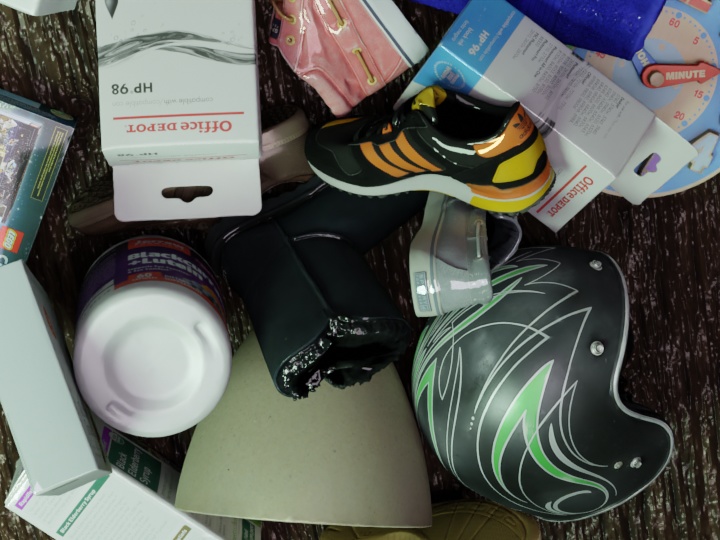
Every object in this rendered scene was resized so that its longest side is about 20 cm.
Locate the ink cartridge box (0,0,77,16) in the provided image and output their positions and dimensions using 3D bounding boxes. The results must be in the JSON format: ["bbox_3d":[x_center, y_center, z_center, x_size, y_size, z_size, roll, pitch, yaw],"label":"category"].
[{"bbox_3d":[-0.250,-0.296,1.200,0.145,0.083,0.201,22,105,4],"label":"ink cartridge box"}]

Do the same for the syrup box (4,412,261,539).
[{"bbox_3d":[-0.181,0.196,1.377,0.200,0.079,0.082,37,102,-14],"label":"syrup box"}]

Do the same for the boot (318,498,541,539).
[{"bbox_3d":[0.074,0.270,1.393,0.199,0.073,0.156,-8,113,31],"label":"boot"}]

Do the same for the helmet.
[{"bbox_3d":[0.135,0.080,1.306,0.200,0.200,0.191,-37,123,8],"label":"helmet"}]

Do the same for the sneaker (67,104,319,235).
[{"bbox_3d":[-0.123,-0.056,1.307,0.199,0.071,0.076,-22,113,4],"label":"sneaker"}]

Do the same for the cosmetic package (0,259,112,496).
[{"bbox_3d":[-0.228,0.082,1.216,0.051,0.200,0.151,-22,86,-8],"label":"cosmetic package"}]

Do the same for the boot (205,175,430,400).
[{"bbox_3d":[0.000,0.000,1.264,0.199,0.168,0.077,-24,138,-12],"label":"boot"}]

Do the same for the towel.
[{"bbox_3d":[0.125,-0.222,1.222,0.199,0.050,0.148,16,142,0],"label":"towel"}]

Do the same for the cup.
[{"bbox_3d":[-0.038,0.120,1.322,0.199,0.200,0.144,5,84,-6],"label":"cup"}]

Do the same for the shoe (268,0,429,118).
[{"bbox_3d":[-0.042,-0.209,1.262,0.091,0.072,0.200,-38,110,5],"label":"shoe"}]

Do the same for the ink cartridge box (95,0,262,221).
[{"bbox_3d":[-0.131,-0.141,1.240,0.115,0.067,0.201,-3,83,-3],"label":"ink cartridge box"}]

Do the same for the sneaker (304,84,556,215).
[{"bbox_3d":[0.043,-0.101,1.226,0.199,0.070,0.090,11,140,30],"label":"sneaker"}]

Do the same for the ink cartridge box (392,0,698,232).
[{"bbox_3d":[0.135,-0.104,1.260,0.200,0.116,0.068,36,65,-2],"label":"ink cartridge box"}]

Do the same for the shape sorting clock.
[{"bbox_3d":[0.223,-0.151,1.316,0.199,0.039,0.201,-1,107,-3],"label":"shape sorting clock"}]

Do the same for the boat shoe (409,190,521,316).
[{"bbox_3d":[0.084,-0.021,1.255,0.071,0.201,0.070,-2,114,12],"label":"boat shoe"}]

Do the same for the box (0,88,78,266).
[{"bbox_3d":[-0.314,-0.047,1.312,0.136,0.038,0.201,20,105,-11],"label":"box"}]

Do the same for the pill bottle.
[{"bbox_3d":[-0.155,0.038,1.263,0.111,0.200,0.112,-2,106,-8],"label":"pill bottle"}]
